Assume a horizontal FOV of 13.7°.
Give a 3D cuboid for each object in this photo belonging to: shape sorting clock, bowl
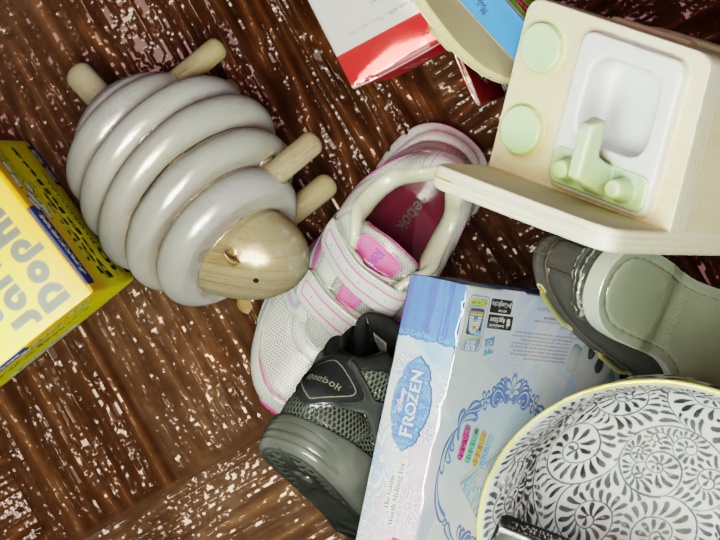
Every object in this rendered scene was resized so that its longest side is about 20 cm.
[{"bbox_3d":[0.052,-0.199,1.696,0.039,0.200,0.201,-25,91,24],"label":"shape sorting clock"},{"bbox_3d":[0.169,0.132,1.679,0.200,0.094,0.202,4,114,9],"label":"bowl"}]

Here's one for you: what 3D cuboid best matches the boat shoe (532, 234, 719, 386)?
[{"bbox_3d":[0.168,0.029,1.716,0.060,0.201,0.072,23,80,39],"label":"boat shoe"}]

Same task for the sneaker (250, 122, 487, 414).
[{"bbox_3d":[0.000,0.000,1.752,0.081,0.088,0.200,32,93,1],"label":"sneaker"}]

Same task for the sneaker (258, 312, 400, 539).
[{"bbox_3d":[0.019,0.101,1.721,0.076,0.200,0.115,19,70,34],"label":"sneaker"}]

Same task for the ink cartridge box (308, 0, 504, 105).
[{"bbox_3d":[0.006,-0.174,1.729,0.067,0.116,0.201,-27,90,12],"label":"ink cartridge box"}]

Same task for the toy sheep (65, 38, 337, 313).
[{"bbox_3d":[-0.102,-0.056,1.739,0.138,0.138,0.200,-48,61,3],"label":"toy sheep"}]

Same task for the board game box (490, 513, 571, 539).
[{"bbox_3d":[0.146,0.230,1.646,0.199,0.028,0.136,20,106,1],"label":"board game box"}]

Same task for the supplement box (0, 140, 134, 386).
[{"bbox_3d":[-0.213,-0.001,1.706,0.109,0.200,0.109,-39,91,4],"label":"supplement box"}]

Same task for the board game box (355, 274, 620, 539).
[{"bbox_3d":[0.075,0.108,1.703,0.043,0.200,0.200,12,92,33],"label":"board game box"}]

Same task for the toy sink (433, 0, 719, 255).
[{"bbox_3d":[0.155,-0.080,1.664,0.130,0.200,0.113,22,103,38],"label":"toy sink"}]
